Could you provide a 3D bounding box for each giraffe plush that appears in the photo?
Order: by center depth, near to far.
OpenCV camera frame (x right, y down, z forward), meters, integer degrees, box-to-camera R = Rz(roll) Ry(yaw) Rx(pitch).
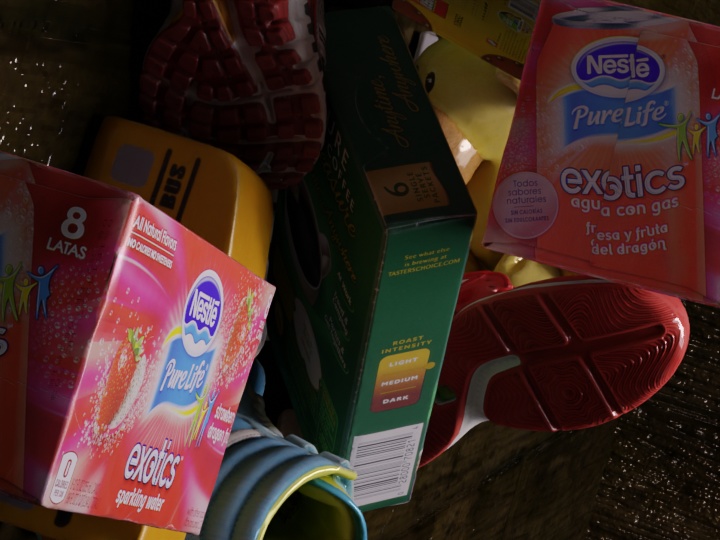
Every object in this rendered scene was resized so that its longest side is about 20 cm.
[{"bbox_3d":[0.070,-0.055,1.351,0.200,0.172,0.163,-52,134,-30],"label":"giraffe plush"}]

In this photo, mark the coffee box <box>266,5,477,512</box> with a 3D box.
[{"bbox_3d":[0.000,0.000,1.083,0.201,0.044,0.123,99,-24,-48],"label":"coffee box"}]

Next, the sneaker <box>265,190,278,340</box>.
[{"bbox_3d":[-0.008,-0.056,1.202,0.075,0.080,0.201,-42,145,-64],"label":"sneaker"}]

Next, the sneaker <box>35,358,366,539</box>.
[{"bbox_3d":[-0.048,0.089,1.096,0.200,0.130,0.080,-43,147,-67],"label":"sneaker"}]

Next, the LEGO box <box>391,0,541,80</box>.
[{"bbox_3d":[0.087,-0.190,1.108,0.150,0.077,0.200,-60,176,-14],"label":"LEGO box"}]

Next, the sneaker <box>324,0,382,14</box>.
[{"bbox_3d":[-0.008,-0.186,1.046,0.091,0.078,0.201,-84,-170,-55],"label":"sneaker"}]

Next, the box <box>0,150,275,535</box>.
[{"bbox_3d":[-0.103,0.025,0.846,0.200,0.095,0.100,41,66,-76],"label":"box"}]

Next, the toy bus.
[{"bbox_3d":[-0.090,0.049,0.976,0.065,0.078,0.201,41,66,-78],"label":"toy bus"}]

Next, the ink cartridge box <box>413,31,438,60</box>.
[{"bbox_3d":[0.045,-0.038,1.544,0.198,0.043,0.201,-2,109,-77],"label":"ink cartridge box"}]

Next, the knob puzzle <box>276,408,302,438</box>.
[{"bbox_3d":[-0.020,0.017,1.343,0.220,0.030,0.222,6,90,-86],"label":"knob puzzle"}]

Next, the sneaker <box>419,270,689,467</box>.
[{"bbox_3d":[0.077,0.022,1.193,0.079,0.199,0.116,60,36,-19],"label":"sneaker"}]

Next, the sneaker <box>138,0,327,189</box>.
[{"bbox_3d":[-0.039,-0.113,0.994,0.082,0.077,0.201,-69,170,-45],"label":"sneaker"}]

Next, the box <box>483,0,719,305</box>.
[{"bbox_3d":[0.114,-0.051,1.018,0.200,0.094,0.103,-15,119,-81],"label":"box"}]
